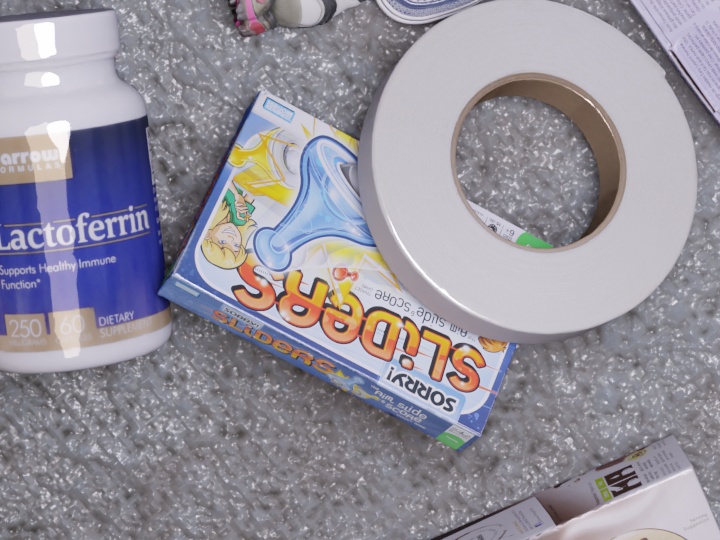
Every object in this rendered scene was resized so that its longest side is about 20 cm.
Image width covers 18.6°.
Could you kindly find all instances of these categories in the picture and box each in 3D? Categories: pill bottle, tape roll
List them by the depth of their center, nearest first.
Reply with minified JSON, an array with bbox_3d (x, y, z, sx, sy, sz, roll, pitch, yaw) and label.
[{"bbox_3d":[-0.176,-0.048,1.272,0.116,0.116,0.200,-7,99,0],"label":"pill bottle"},{"bbox_3d":[0.098,-0.058,1.274,0.203,0.037,0.203,3,77,-14],"label":"tape roll"}]

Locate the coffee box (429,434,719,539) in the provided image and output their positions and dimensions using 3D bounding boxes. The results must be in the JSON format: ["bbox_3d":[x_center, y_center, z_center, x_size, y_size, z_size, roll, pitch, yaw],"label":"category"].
[{"bbox_3d":[0.125,0.196,1.337,0.200,0.080,0.113,-23,100,3],"label":"coffee box"}]

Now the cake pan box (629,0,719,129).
[{"bbox_3d":[0.259,-0.170,1.283,0.184,0.052,0.200,-38,105,4],"label":"cake pan box"}]

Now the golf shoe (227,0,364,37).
[{"bbox_3d":[-0.046,-0.239,1.266,0.092,0.073,0.200,-11,112,-6],"label":"golf shoe"}]

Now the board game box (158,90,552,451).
[{"bbox_3d":[0.000,0.000,1.282,0.200,0.034,0.135,27,63,-9],"label":"board game box"}]

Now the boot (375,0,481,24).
[{"bbox_3d":[0.092,-0.211,1.262,0.200,0.090,0.073,-37,99,5],"label":"boot"}]
